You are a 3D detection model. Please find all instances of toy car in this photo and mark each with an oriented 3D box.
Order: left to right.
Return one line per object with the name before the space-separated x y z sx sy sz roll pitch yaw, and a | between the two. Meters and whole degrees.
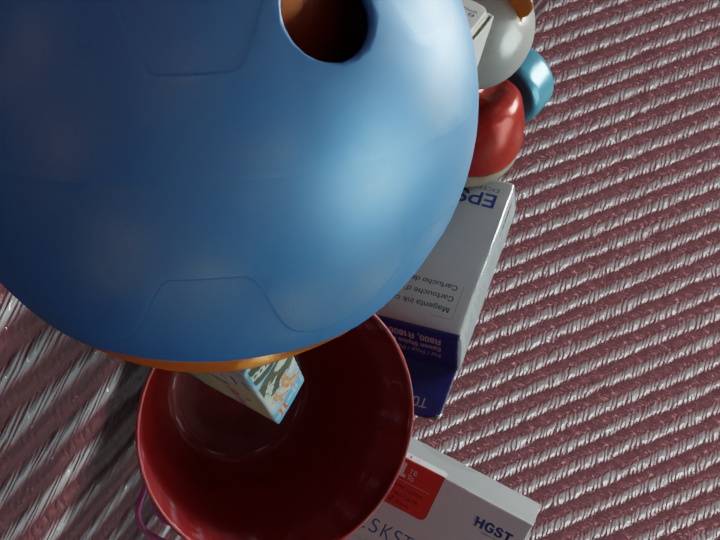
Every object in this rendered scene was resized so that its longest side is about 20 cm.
toy car | 0.060 -0.175 1.187 0.184 0.177 0.200 -44 162 -37

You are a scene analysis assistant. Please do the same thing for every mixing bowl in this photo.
mixing bowl | -0.074 0.095 1.127 0.108 0.199 0.201 26 -84 67

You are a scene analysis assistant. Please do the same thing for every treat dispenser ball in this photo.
treat dispenser ball | -0.057 -0.063 0.584 0.201 0.200 0.202 21 90 -83

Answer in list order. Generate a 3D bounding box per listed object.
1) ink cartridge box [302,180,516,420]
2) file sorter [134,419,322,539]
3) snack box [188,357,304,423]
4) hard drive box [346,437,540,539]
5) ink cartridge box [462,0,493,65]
ink cartridge box | 0.000 0.000 1.227 0.043 0.195 0.201 79 29 -55
file sorter | -0.087 0.161 1.303 0.200 0.138 0.126 -25 138 -81
snack box | -0.096 0.034 0.910 0.037 0.116 0.200 -60 172 -10
hard drive box | 0.030 0.245 1.266 0.201 0.155 0.077 -65 172 8
ink cartridge box | -0.013 -0.099 1.059 0.088 0.145 0.201 -55 165 -60
